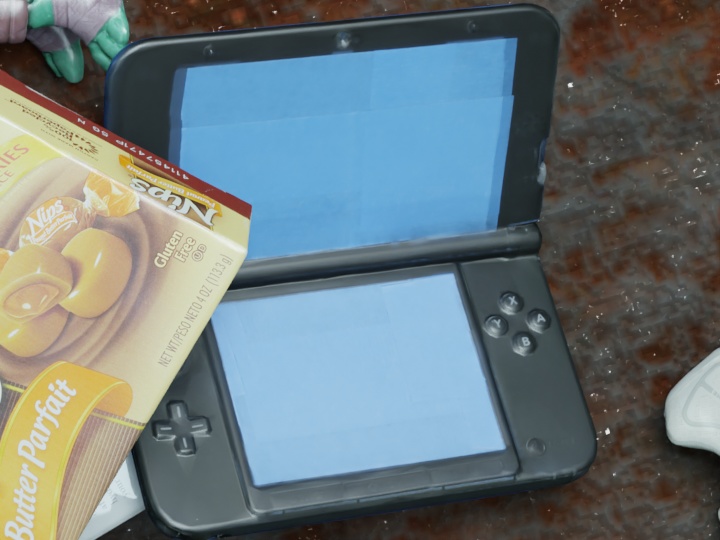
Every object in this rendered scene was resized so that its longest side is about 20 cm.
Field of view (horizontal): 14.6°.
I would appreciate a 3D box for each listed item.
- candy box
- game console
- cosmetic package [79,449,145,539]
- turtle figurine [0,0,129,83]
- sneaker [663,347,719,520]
[{"bbox_3d":[-0.139,0.038,1.089,0.115,0.055,0.201,29,108,-9],"label":"candy box"},{"bbox_3d":[0.000,0.000,1.151,0.199,0.118,0.172,-7,63,-18],"label":"game console"},{"bbox_3d":[-0.192,0.098,1.177,0.199,0.071,0.102,-30,98,-6],"label":"cosmetic package"},{"bbox_3d":[-0.201,-0.092,1.123,0.199,0.150,0.101,-9,111,-22],"label":"turtle figurine"},{"bbox_3d":[0.210,0.112,1.244,0.081,0.075,0.200,-35,96,10],"label":"sneaker"}]
